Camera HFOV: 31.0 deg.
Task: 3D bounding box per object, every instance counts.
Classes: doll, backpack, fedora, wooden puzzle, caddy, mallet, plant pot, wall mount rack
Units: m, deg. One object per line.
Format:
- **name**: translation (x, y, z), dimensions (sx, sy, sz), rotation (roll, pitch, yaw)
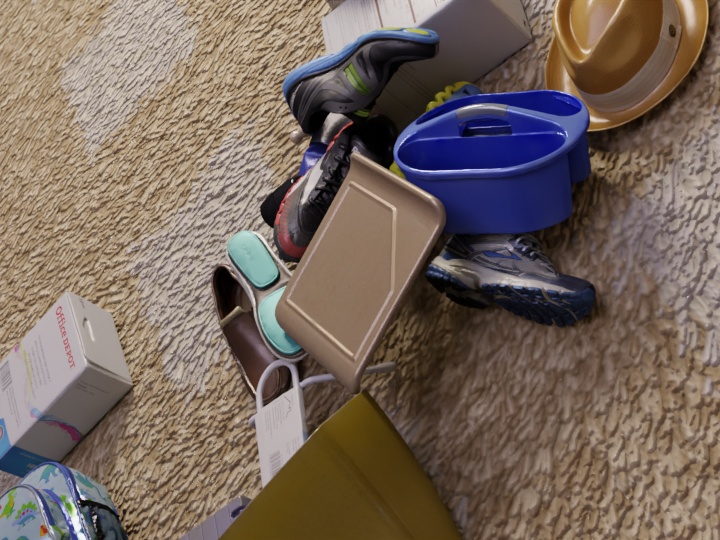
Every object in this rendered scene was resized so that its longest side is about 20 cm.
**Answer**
- **doll**: translation (-0.034, -0.147, 1.527), dimensions (0.135, 0.048, 0.202), rotation (12, 76, 44)
- **backpack**: translation (-0.362, 0.326, 1.496), dimensions (0.183, 0.147, 0.201), rotation (-45, 40, 11)
- **fedora**: translation (0.245, -0.239, 1.284), dimensions (0.199, 0.081, 0.203), rotation (-23, 52, 34)
- **wooden puzzle**: translation (0.000, 0.000, 1.284), dimensions (0.185, 0.037, 0.202), rotation (36, 102, 56)
- **caddy**: translation (0.130, -0.116, 1.260), dimensions (0.198, 0.106, 0.142), rotation (0, 39, 30)
- **mallet**: translation (-0.064, -0.003, 1.447), dimensions (0.065, 0.041, 0.203), rotation (-26, 71, 39)
- **plant pot**: translation (-0.016, 0.251, 1.152), dimensions (0.176, 0.200, 0.200), rotation (42, 101, 6)
- **wall mount rack**: translation (-0.039, 0.174, 1.331), dimensions (0.173, 0.074, 0.202), rotation (-35, 47, 30)

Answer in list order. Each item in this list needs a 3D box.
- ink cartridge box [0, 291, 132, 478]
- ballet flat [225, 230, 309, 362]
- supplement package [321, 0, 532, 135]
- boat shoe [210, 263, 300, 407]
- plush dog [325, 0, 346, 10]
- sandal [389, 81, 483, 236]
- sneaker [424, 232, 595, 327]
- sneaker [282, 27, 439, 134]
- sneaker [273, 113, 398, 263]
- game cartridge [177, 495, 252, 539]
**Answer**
- **ink cartridge box**: translation (-0.397, 0.150, 1.678), dimensions (0.200, 0.084, 0.145), rotation (-45, 44, 16)
- **ballet flat**: translation (-0.090, 0.036, 1.431), dimensions (0.069, 0.069, 0.201), rotation (-45, 49, 14)
- **supplement package**: translation (0.071, -0.268, 1.445), dimensions (0.199, 0.116, 0.118), rotation (-33, 48, 26)
- **boat shoe**: translation (-0.130, 0.073, 1.471), dimensions (0.075, 0.075, 0.203), rotation (-43, 44, 17)
- **plush dog**: translation (-0.013, -0.353, 1.522), dimensions (0.162, 0.171, 0.200), rotation (-57, 34, 2)
- **sandal**: translation (0.082, -0.109, 1.387), dimensions (0.086, 0.080, 0.201), rotation (28, 79, 13)
- **sneaker**: translation (0.148, -0.007, 1.252), dimensions (0.199, 0.077, 0.086), rotation (14, 72, 46)
- **sneaker**: translation (0.006, -0.199, 1.362), dimensions (0.198, 0.070, 0.084), rotation (-21, 85, 34)
- **sneaker**: translation (-0.023, -0.095, 1.400), dimensions (0.201, 0.071, 0.098), rotation (-53, 8, -21)
- **game cartridge**: translation (-0.144, 0.353, 1.354), dimensions (0.129, 0.038, 0.202), rotation (-40, 45, 26)
